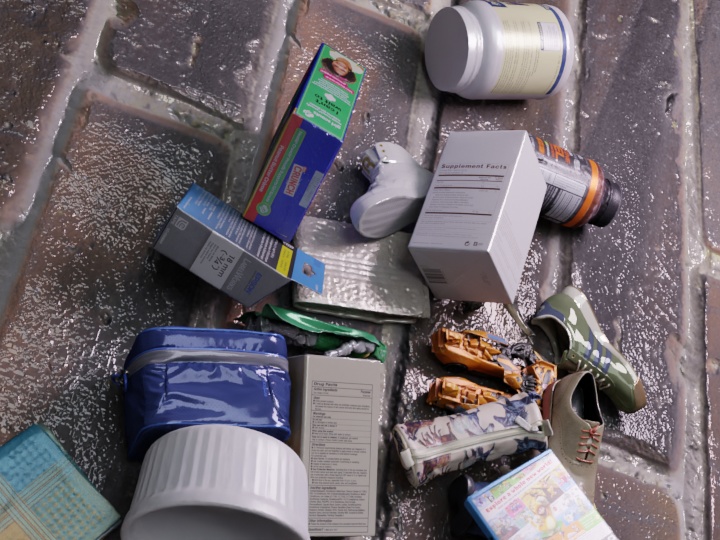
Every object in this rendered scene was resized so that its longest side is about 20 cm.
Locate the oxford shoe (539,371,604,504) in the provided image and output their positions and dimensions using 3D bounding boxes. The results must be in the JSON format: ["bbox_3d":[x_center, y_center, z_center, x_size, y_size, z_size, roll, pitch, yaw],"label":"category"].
[{"bbox_3d":[0.272,0.223,1.366,0.069,0.075,0.203,12,59,-22],"label":"oxford shoe"}]

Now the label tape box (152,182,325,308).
[{"bbox_3d":[-0.143,-0.016,1.308,0.198,0.064,0.144,32,13,-8],"label":"label tape box"}]

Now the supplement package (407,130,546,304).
[{"bbox_3d":[0.161,-0.074,1.454,0.122,0.118,0.202,57,45,-46],"label":"supplement package"}]

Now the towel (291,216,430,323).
[{"bbox_3d":[0.000,0.000,1.440,0.197,0.035,0.135,10,60,-22],"label":"towel"}]

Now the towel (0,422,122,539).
[{"bbox_3d":[-0.368,0.269,1.118,0.147,0.022,0.199,49,56,4],"label":"towel"}]

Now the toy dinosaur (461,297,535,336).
[{"bbox_3d":[0.179,0.015,1.500,0.086,0.048,0.202,-11,49,3],"label":"toy dinosaur"}]

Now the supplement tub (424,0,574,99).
[{"bbox_3d":[0.212,-0.337,1.654,0.197,0.145,0.147,-4,67,-29],"label":"supplement tub"}]

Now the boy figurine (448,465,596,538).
[{"bbox_3d":[0.210,0.311,1.366,0.197,0.065,0.126,11,54,-19],"label":"boy figurine"}]

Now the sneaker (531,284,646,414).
[{"bbox_3d":[0.313,0.126,1.519,0.089,0.067,0.202,-25,78,-27],"label":"sneaker"}]

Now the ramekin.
[{"bbox_3d":[-0.147,0.247,1.138,0.197,0.201,0.099,17,50,-18],"label":"ramekin"}]

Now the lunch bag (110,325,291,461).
[{"bbox_3d":[-0.181,0.133,1.213,0.197,0.136,0.135,6,62,-23],"label":"lunch bag"}]

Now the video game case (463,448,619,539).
[{"bbox_3d":[0.232,0.323,1.271,0.142,0.018,0.201,-22,63,-29],"label":"video game case"}]

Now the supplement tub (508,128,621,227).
[{"bbox_3d":[0.289,-0.130,1.611,0.197,0.107,0.109,19,57,-18],"label":"supplement tub"}]

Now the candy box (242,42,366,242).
[{"bbox_3d":[-0.070,-0.165,1.373,0.076,0.170,0.201,25,36,-10],"label":"candy box"}]

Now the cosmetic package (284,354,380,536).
[{"bbox_3d":[-0.037,0.203,1.253,0.104,0.071,0.204,8,80,-25],"label":"cosmetic package"}]

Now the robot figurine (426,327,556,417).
[{"bbox_3d":[0.185,0.150,1.439,0.197,0.058,0.147,16,61,-19],"label":"robot figurine"}]

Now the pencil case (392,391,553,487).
[{"bbox_3d":[0.136,0.209,1.340,0.196,0.090,0.079,-13,78,-13],"label":"pencil case"}]

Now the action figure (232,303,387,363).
[{"bbox_3d":[-0.048,0.086,1.341,0.197,0.117,0.056,13,82,-30],"label":"action figure"}]

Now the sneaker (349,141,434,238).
[{"bbox_3d":[0.025,-0.114,1.473,0.115,0.074,0.199,43,34,20],"label":"sneaker"}]
